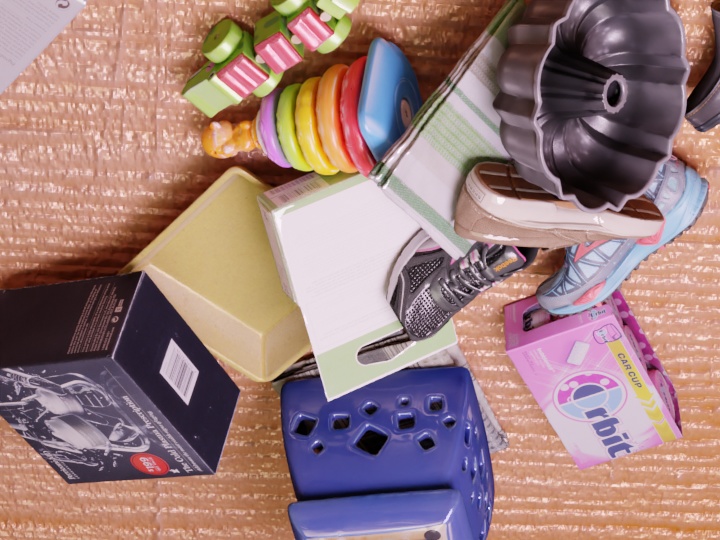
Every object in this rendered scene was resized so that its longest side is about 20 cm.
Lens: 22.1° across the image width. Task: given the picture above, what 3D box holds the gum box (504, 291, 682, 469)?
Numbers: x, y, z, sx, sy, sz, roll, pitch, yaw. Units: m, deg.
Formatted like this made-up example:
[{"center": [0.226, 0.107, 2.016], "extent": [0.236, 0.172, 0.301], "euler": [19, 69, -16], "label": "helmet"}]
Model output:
[{"center": [0.229, 0.097, 1.825], "extent": [0.113, 0.066, 0.200], "euler": [-20, 129, 19], "label": "gum box"}]

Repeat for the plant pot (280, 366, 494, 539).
[{"center": [0.027, 0.231, 1.838], "extent": [0.198, 0.181, 0.201], "euler": [-5, 135, 9], "label": "plant pot"}]

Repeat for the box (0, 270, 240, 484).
[{"center": [-0.247, 0.108, 1.782], "extent": [0.181, 0.105, 0.200], "euler": [-7, 139, 29], "label": "box"}]

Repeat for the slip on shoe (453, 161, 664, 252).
[{"center": [0.171, -0.047, 1.602], "extent": [0.199, 0.076, 0.061], "euler": [3, 128, -32], "label": "slip on shoe"}]

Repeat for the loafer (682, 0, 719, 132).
[{"center": [0.324, -0.207, 1.557], "extent": [0.072, 0.073, 0.201], "euler": [27, 118, -11], "label": "loafer"}]

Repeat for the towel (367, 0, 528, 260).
[{"center": [0.105, -0.121, 1.582], "extent": [0.201, 0.031, 0.149], "euler": [-52, 137, -2], "label": "towel"}]

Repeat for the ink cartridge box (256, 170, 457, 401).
[{"center": [0.000, 0.000, 1.689], "extent": [0.145, 0.048, 0.201], "euler": [-23, 119, -16], "label": "ink cartridge box"}]

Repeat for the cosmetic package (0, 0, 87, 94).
[{"center": [-0.307, -0.208, 1.542], "extent": [0.071, 0.102, 0.200], "euler": [34, 123, -25], "label": "cosmetic package"}]

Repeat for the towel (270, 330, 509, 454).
[{"center": [0.031, 0.139, 1.897], "extent": [0.191, 0.035, 0.200], "euler": [-17, 131, 19], "label": "towel"}]

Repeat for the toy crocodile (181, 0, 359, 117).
[{"center": [-0.074, -0.193, 1.576], "extent": [0.199, 0.062, 0.067], "euler": [-31, 124, 26], "label": "toy crocodile"}]

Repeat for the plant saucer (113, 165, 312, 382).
[{"center": [-0.103, -0.005, 1.754], "extent": [0.199, 0.049, 0.200], "euler": [34, 125, -26], "label": "plant saucer"}]

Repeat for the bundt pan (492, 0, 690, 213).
[{"center": [0.186, -0.152, 1.542], "extent": [0.075, 0.202, 0.202], "euler": [15, 148, 46], "label": "bundt pan"}]

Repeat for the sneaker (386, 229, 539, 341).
[{"center": [0.108, -0.016, 1.657], "extent": [0.080, 0.086, 0.200], "euler": [41, 89, -30], "label": "sneaker"}]

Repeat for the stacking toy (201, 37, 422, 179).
[{"center": [-0.050, -0.125, 1.623], "extent": [0.198, 0.110, 0.116], "euler": [-6, 142, 22], "label": "stacking toy"}]

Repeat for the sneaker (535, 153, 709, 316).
[{"center": [0.224, -0.043, 1.709], "extent": [0.095, 0.079, 0.200], "euler": [40, 115, -14], "label": "sneaker"}]
